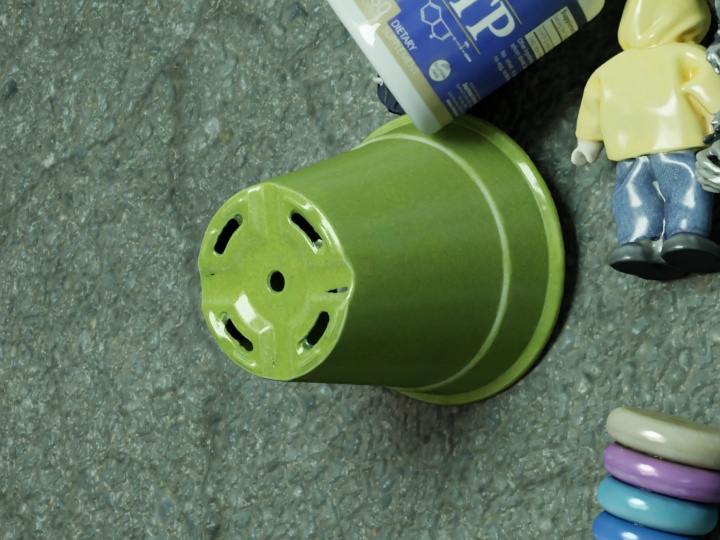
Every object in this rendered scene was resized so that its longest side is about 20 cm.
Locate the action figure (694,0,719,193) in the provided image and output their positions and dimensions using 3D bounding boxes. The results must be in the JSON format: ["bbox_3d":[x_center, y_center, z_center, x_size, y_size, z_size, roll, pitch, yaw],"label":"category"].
[{"bbox_3d":[0.255,-0.093,1.390,0.200,0.102,0.119,51,143,19],"label":"action figure"}]

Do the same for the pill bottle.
[{"bbox_3d":[0.088,-0.190,1.523,0.200,0.120,0.120,-36,54,3],"label":"pill bottle"}]

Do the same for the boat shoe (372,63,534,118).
[{"bbox_3d":[0.027,-0.163,1.667,0.200,0.075,0.093,40,98,41],"label":"boat shoe"}]

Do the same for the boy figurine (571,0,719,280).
[{"bbox_3d":[0.187,-0.097,1.512,0.124,0.064,0.201,-15,68,37],"label":"boy figurine"}]

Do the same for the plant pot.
[{"bbox_3d":[0.000,0.000,1.536,0.199,0.190,0.201,5,98,35],"label":"plant pot"}]

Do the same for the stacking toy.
[{"bbox_3d":[0.168,0.188,1.444,0.085,0.085,0.201,16,94,44],"label":"stacking toy"}]
